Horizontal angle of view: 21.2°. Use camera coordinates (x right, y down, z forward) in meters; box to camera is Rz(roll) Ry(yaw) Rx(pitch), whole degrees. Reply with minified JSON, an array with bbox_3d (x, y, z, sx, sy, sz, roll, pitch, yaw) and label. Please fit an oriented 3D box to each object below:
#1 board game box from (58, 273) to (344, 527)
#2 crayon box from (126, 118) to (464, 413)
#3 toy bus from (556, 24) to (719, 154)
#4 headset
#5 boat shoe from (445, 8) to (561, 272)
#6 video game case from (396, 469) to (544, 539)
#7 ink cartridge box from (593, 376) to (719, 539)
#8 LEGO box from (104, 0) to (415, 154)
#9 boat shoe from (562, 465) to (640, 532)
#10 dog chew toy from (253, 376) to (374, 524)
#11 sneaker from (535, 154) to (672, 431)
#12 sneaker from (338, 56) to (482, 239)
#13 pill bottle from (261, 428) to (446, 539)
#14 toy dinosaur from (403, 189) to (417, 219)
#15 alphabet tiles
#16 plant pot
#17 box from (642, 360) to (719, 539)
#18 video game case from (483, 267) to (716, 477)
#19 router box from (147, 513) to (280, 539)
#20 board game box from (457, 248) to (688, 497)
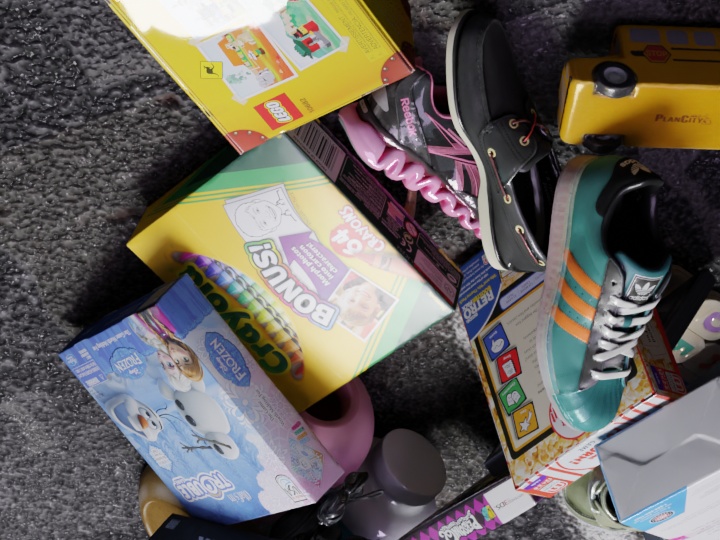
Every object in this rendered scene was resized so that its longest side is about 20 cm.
[{"bbox_3d":[-0.132,0.112,1.541,0.199,0.043,0.200,51,148,-9],"label":"board game box"},{"bbox_3d":[-0.050,-0.008,1.482,0.172,0.058,0.200,-35,109,29],"label":"crayon box"},{"bbox_3d":[0.242,-0.132,1.390,0.198,0.079,0.065,1,138,-4],"label":"toy bus"},{"bbox_3d":[-0.029,0.245,1.590,0.123,0.094,0.201,28,127,13],"label":"headset"},{"bbox_3d":[0.112,-0.093,1.391,0.063,0.074,0.203,4,117,41],"label":"boat shoe"},{"bbox_3d":[0.135,0.181,1.640,0.181,0.199,0.036,-38,83,41],"label":"video game case"},{"bbox_3d":[0.278,0.155,1.461,0.115,0.068,0.199,-31,149,24],"label":"ink cartridge box"},{"bbox_3d":[-0.074,-0.192,1.310,0.148,0.078,0.200,-22,134,20],"label":"LEGO box"},{"bbox_3d":[0.226,0.188,1.630,0.062,0.073,0.199,2,175,-30],"label":"boat shoe"},{"bbox_3d":[-0.067,0.154,1.659,0.123,0.125,0.200,14,143,-17],"label":"dog chew toy"},{"bbox_3d":[0.177,0.019,1.368,0.071,0.202,0.080,-4,-172,-36],"label":"sneaker"},{"bbox_3d":[0.080,-0.092,1.440,0.199,0.079,0.096,30,108,-36],"label":"sneaker"},{"bbox_3d":[-0.005,0.226,1.739,0.110,0.111,0.200,22,132,-24],"label":"pill bottle"},{"bbox_3d":[0.000,0.000,1.534,0.199,0.061,0.106,-31,129,27],"label":"toy dinosaur"},{"bbox_3d":[0.224,0.069,1.653,0.195,0.015,0.200,31,127,-31],"label":"alphabet tiles"},{"bbox_3d":[-0.132,0.257,1.737,0.199,0.027,0.201,32,149,22],"label":"plant pot"},{"bbox_3d":[0.345,0.190,1.636,0.123,0.201,0.197,10,138,-40],"label":"box"},{"bbox_3d":[0.195,0.083,1.564,0.019,0.143,0.200,48,123,-1],"label":"video game case"},{"bbox_3d":[-0.075,0.292,1.596,0.199,0.052,0.158,8,131,39],"label":"router box"},{"bbox_3d":[0.157,0.051,1.491,0.046,0.201,0.151,16,137,-41],"label":"board game box"}]
